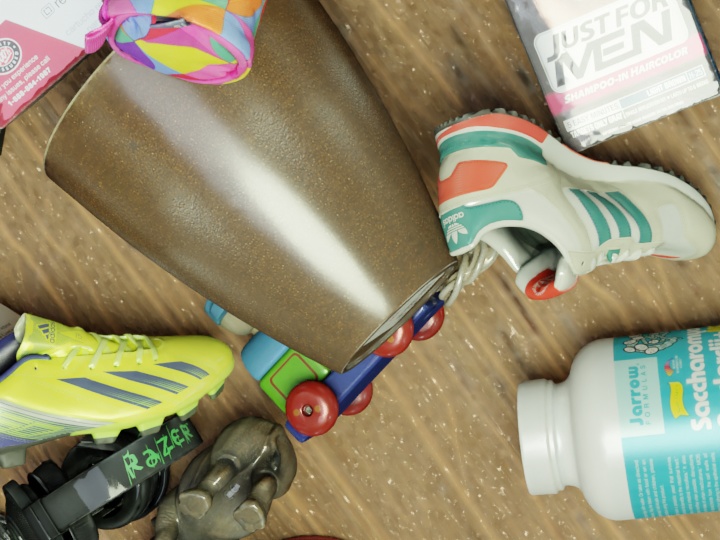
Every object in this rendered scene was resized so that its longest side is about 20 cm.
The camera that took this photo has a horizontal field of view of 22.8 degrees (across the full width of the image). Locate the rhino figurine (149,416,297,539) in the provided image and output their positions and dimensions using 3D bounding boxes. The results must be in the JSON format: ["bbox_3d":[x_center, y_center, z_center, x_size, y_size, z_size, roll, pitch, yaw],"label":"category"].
[{"bbox_3d":[-0.102,0.161,1.141,0.060,0.088,0.200,37,134,-5],"label":"rhino figurine"}]

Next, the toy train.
[{"bbox_3d":[0.000,0.000,1.103,0.116,0.085,0.200,45,108,8],"label":"toy train"}]

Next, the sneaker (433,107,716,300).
[{"bbox_3d":[0.123,-0.019,1.031,0.199,0.094,0.070,19,154,-31],"label":"sneaker"}]

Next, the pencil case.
[{"bbox_3d":[-0.076,-0.195,0.911,0.088,0.088,0.202,12,75,5],"label":"pencil case"}]

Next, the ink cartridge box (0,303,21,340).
[{"bbox_3d":[-0.331,0.053,1.150,0.199,0.084,0.147,31,105,5],"label":"ink cartridge box"}]

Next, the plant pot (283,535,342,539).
[{"bbox_3d":[-0.040,0.269,1.129,0.199,0.177,0.202,2,106,7],"label":"plant pot"}]

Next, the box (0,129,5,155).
[{"bbox_3d":[-0.307,-0.182,1.110,0.198,0.048,0.195,15,104,4],"label":"box"}]

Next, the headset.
[{"bbox_3d":[-0.188,0.135,1.152,0.200,0.123,0.094,-35,87,41],"label":"headset"}]

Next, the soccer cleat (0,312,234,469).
[{"bbox_3d":[-0.170,0.062,1.077,0.199,0.065,0.084,-14,101,-22],"label":"soccer cleat"}]

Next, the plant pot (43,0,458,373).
[{"bbox_3d":[-0.044,-0.046,1.015,0.200,0.187,0.187,46,108,7],"label":"plant pot"}]

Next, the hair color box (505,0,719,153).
[{"bbox_3d":[0.129,-0.180,1.037,0.099,0.061,0.201,-22,101,14],"label":"hair color box"}]

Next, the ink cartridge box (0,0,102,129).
[{"bbox_3d":[-0.214,-0.207,1.025,0.145,0.083,0.200,-38,100,13],"label":"ink cartridge box"}]

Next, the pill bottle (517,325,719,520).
[{"bbox_3d":[0.197,0.091,1.076,0.198,0.111,0.112,-7,105,10],"label":"pill bottle"}]
